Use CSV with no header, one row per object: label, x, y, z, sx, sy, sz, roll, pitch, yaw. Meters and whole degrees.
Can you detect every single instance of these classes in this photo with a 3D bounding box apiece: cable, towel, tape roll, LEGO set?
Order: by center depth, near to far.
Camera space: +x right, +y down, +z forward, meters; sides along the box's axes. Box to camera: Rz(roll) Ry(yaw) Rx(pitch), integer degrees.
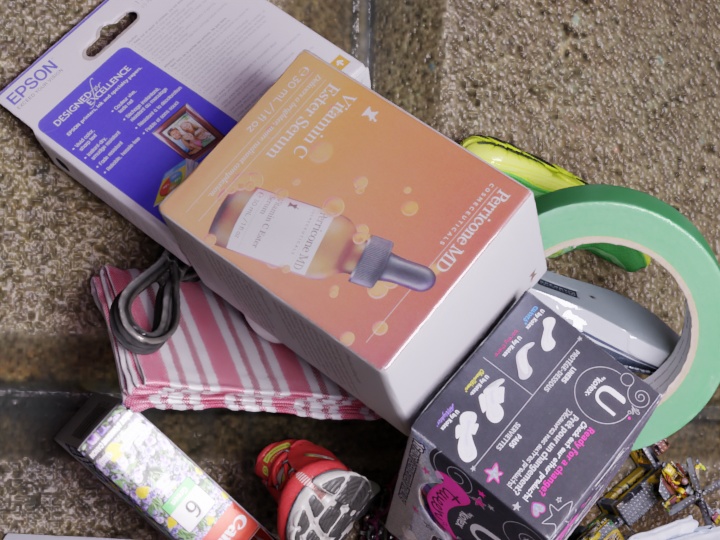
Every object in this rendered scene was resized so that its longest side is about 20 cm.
cable,-0.124,-0.014,1.055,0.097,0.050,0.200,53,28,-1
towel,-0.089,0.054,1.066,0.198,0.147,0.030,7,121,-26
tape roll,0.177,0.038,1.106,0.198,0.048,0.203,2,109,6
LEGO set,0.192,0.174,1.178,0.199,0.116,0.155,-29,97,-21

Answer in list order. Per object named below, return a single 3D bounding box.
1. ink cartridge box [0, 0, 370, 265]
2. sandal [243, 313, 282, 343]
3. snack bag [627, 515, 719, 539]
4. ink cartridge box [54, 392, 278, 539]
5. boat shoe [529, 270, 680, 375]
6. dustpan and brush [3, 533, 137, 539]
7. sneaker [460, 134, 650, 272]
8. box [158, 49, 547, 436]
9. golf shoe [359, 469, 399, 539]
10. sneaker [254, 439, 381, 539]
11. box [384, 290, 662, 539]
ink cartridge box,-0.130,-0.128,1.080,0.199,0.044,0.198,37,69,22
sandal,-0.035,-0.013,1.119,0.083,0.050,0.202,59,42,-8
snack bag,0.209,0.261,1.135,0.199,0.021,0.190,-1,128,-50
ink cartridge box,-0.125,0.172,1.058,0.200,0.109,0.050,45,75,-14
boat shoe,0.158,0.057,1.179,0.199,0.071,0.091,23,114,-4
dustpan and brush,-0.205,0.285,1.008,0.138,0.057,0.202,0,81,12
sneaker,0.150,-0.043,1.211,0.199,0.074,0.084,24,105,-22
box,-0.002,-0.020,0.965,0.199,0.107,0.153,34,74,26
golf shoe,0.048,0.251,1.147,0.091,0.072,0.202,-1,96,-34
sneaker,-0.042,0.158,1.054,0.085,0.200,0.077,38,84,10
box,0.103,0.133,0.994,0.114,0.201,0.132,36,66,15
